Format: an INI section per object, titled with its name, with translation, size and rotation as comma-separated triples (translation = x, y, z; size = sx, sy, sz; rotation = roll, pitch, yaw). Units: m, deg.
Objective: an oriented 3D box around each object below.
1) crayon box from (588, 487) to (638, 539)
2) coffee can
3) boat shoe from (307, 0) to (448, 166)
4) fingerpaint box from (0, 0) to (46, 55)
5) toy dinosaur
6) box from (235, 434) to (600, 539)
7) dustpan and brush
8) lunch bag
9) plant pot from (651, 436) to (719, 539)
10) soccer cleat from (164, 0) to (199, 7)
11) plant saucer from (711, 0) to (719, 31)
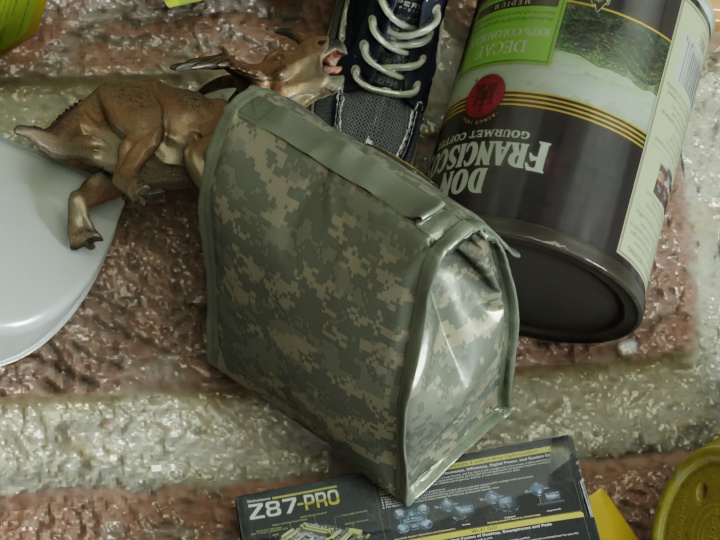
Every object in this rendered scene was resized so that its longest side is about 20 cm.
[crayon box]
translation = 0.104, 0.251, 1.584
size = 0.199, 0.058, 0.173
rotation = -32, 83, -22
[coffee can]
translation = 0.119, -0.077, 1.650
size = 0.146, 0.146, 0.201
rotation = 20, 68, -8
[boat shoe]
translation = 0.014, -0.132, 1.668
size = 0.074, 0.093, 0.201
rotation = 10, 70, -12
[fingerpaint box]
translation = -0.252, -0.158, 1.547
size = 0.167, 0.200, 0.073
rotation = -37, 83, -22
[toy dinosaur]
translation = -0.111, -0.082, 1.610
size = 0.199, 0.086, 0.136
rotation = 5, 60, -20
[box]
translation = 0.038, 0.179, 1.536
size = 0.199, 0.049, 0.162
rotation = -11, 48, -3
[dustpan and brush]
translation = -0.224, 0.025, 1.581
size = 0.139, 0.057, 0.201
rotation = 23, 61, -20
[lunch bag]
translation = 0.000, 0.000, 1.535
size = 0.164, 0.201, 0.117
rotation = 34, 57, 26
[plant pot]
translation = 0.248, 0.159, 1.560
size = 0.141, 0.200, 0.201
rotation = 10, 69, -30
[soccer cleat]
translation = -0.079, -0.189, 1.655
size = 0.199, 0.065, 0.084
rotation = 17, 88, 18
[plant saucer]
translation = 0.221, -0.253, 1.798
size = 0.199, 0.032, 0.201
rotation = 5, 71, -13
